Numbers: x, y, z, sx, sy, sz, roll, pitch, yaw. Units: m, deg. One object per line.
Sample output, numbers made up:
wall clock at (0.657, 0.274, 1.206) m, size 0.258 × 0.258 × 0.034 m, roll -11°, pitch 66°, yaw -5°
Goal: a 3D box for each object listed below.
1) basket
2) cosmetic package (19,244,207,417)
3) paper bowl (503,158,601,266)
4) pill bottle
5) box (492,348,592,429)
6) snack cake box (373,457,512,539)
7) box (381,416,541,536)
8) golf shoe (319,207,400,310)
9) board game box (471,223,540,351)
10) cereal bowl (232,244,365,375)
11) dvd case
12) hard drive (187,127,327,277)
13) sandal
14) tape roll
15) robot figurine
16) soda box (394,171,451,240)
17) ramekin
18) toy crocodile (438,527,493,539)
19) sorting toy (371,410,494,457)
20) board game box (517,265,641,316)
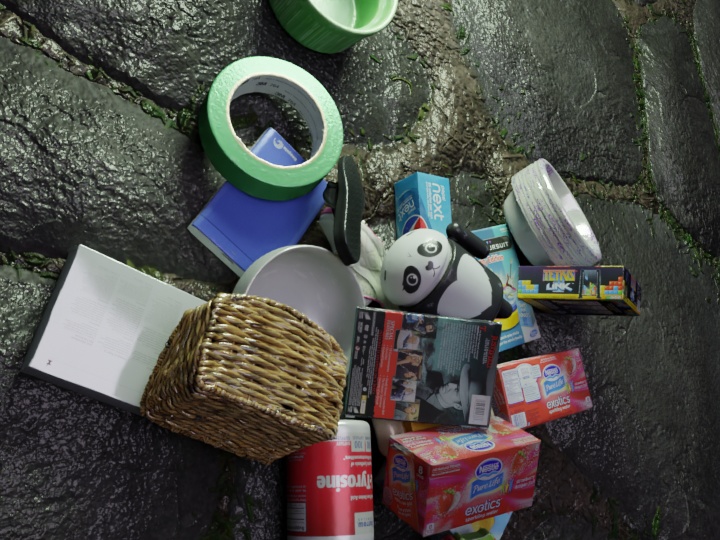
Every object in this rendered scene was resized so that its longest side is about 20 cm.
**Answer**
basket at (-0.134, 0.122, 0.927) m, size 0.199 × 0.149 × 0.144 m, roll 27°, pitch 52°, yaw -30°
cosmetic package at (-0.275, 0.082, 0.935) m, size 0.199 × 0.051 × 0.152 m, roll 28°, pitch 61°, yaw -27°
paper bowl at (0.320, -0.082, 1.353) m, size 0.201 × 0.104 × 0.202 m, roll 46°, pitch 27°, yaw -31°
pill bottle at (-0.039, 0.297, 1.009) m, size 0.111 × 0.112 × 0.202 m, roll 7°, pitch 73°, yaw -34°
box at (0.265, 0.193, 1.260) m, size 0.198 × 0.095 × 0.101 m, roll -7°, pitch 82°, yaw -37°
snack cake box at (0.126, 0.324, 1.150) m, size 0.200 × 0.067 × 0.115 m, roll 48°, pitch 54°, yaw -15°
box at (0.136, 0.269, 1.053) m, size 0.198 × 0.095 × 0.101 m, roll -2°, pitch 103°, yaw -34°
golf shoe at (0.000, 0.000, 1.147) m, size 0.200 × 0.075 × 0.092 m, roll 51°, pitch 58°, yaw -12°
board game box at (0.208, 0.034, 1.304) m, size 0.150 × 0.047 × 0.202 m, roll -13°, pitch 85°, yaw -38°
cereal bowl at (-0.092, 0.066, 1.038) m, size 0.198 × 0.083 × 0.203 m, roll -3°, pitch 96°, yaw -35°
dvd case at (0.083, 0.130, 1.050) m, size 0.198 × 0.022 × 0.148 m, roll 6°, pitch 94°, yaw -5°
hard drive at (-0.134, -0.087, 1.101) m, size 0.132 × 0.025 × 0.201 m, roll 44°, pitch 56°, yaw -18°
sandal at (-0.028, -0.088, 1.080) m, size 0.202 × 0.047 × 0.076 m, roll -85°, pitch 156°, yaw -47°
tape roll at (-0.122, -0.198, 1.096) m, size 0.199 × 0.048 × 0.203 m, roll 11°, pitch 66°, yaw -24°
robot figurine at (0.121, 0.027, 1.110) m, size 0.199 × 0.125 × 0.151 m, roll 36°, pitch 36°, yaw -22°
soda box at (0.101, -0.046, 1.237) m, size 0.067 × 0.064 × 0.202 m, roll 8°, pitch 72°, yaw -34°
ramekin at (-0.048, -0.437, 1.216) m, size 0.198 × 0.097 × 0.202 m, roll 11°, pitch 71°, yaw -33°
toy crocodile at (0.091, 0.404, 1.069) m, size 0.199 × 0.068 × 0.062 m, roll -29°, pitch 88°, yaw -3°
sorting toy at (0.098, 0.160, 1.125) m, size 0.198 × 0.036 × 0.187 m, roll -2°, pitch 67°, yaw -32°
board game box at (0.363, 0.035, 1.294) m, size 0.200 × 0.164 × 0.057 m, roll 22°, pitch 72°, yaw -62°
